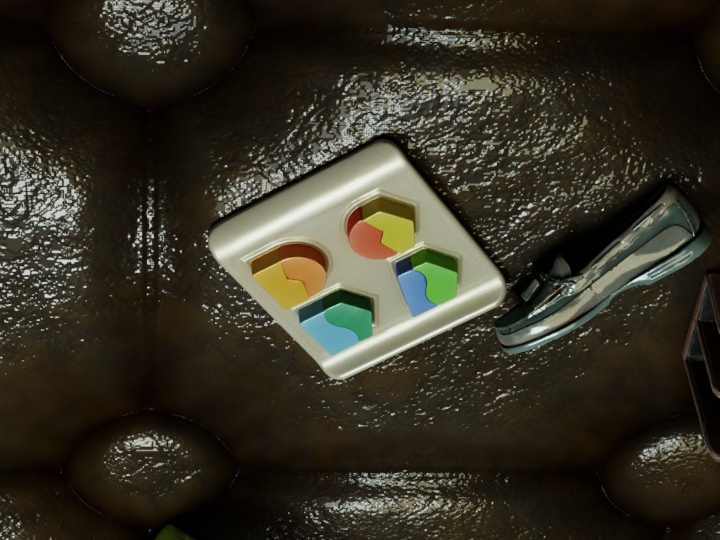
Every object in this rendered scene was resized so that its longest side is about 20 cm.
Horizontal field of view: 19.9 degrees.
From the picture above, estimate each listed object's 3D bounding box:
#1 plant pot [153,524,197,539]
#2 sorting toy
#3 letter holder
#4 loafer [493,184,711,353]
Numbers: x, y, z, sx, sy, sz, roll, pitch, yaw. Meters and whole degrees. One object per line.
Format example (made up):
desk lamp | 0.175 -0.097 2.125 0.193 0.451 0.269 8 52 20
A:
plant pot | -0.145 0.389 1.902 0.182 0.199 0.200 -47 121 5
sorting toy | 0.000 0.000 1.701 0.184 0.037 0.200 -26 129 18
letter holder | 0.390 0.088 1.744 0.199 0.143 0.101 2 133 -7
loafer | 0.191 -0.004 1.705 0.199 0.072 0.063 -30 109 13
